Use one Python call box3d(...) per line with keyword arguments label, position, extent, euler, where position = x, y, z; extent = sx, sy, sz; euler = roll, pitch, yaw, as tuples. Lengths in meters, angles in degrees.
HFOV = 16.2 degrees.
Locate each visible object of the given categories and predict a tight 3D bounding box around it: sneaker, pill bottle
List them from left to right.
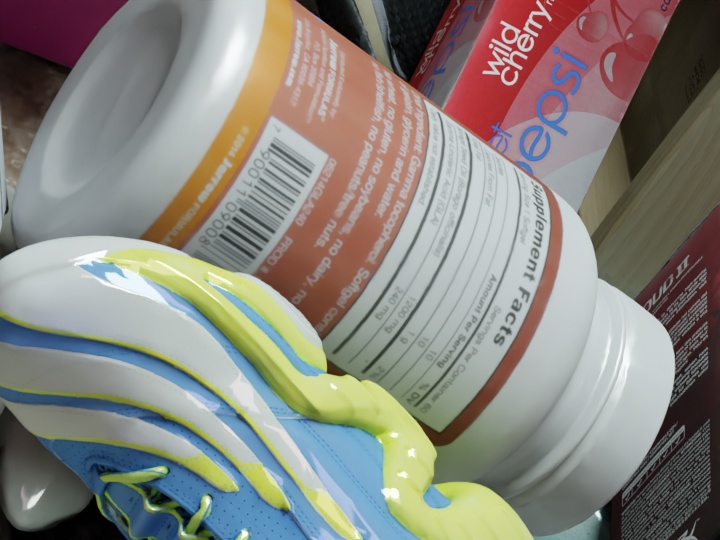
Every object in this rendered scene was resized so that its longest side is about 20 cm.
box3d(label="sneaker", position=(-0.023, 0.071, 0.683), extent=(0.200, 0.076, 0.105), euler=(32, 30, -25))
box3d(label="pill bottle", position=(0.000, 0.000, 0.789), extent=(0.200, 0.112, 0.112), euler=(35, 33, -26))

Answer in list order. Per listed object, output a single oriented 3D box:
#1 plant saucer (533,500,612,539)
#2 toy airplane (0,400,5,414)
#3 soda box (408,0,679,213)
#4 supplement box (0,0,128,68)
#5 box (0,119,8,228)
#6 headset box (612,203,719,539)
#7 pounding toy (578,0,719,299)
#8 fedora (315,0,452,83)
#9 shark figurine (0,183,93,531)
box3d(label="plant saucer", position=(0.124, 0.087, 0.982), extent=(0.199, 0.036, 0.200), euler=(24, 37, -19))
box3d(label="toy airplane", position=(-0.136, 0.076, 0.663), extent=(0.199, 0.141, 0.199), euler=(2, 40, -33))
box3d(label="soda box", position=(0.038, -0.028, 0.902), extent=(0.063, 0.201, 0.070), euler=(28, -9, -14))
box3d(label="supplement box", position=(-0.103, -0.179, 1.024), extent=(0.101, 0.103, 0.201), euler=(19, 41, -28))
box3d(label="box", position=(-0.175, -0.017, 0.679), extent=(0.155, 0.041, 0.200), euler=(-5, 9, -5))
box3d(label="headset box", position=(0.172, 0.077, 0.924), extent=(0.148, 0.075, 0.200), euler=(28, 36, -15))
box3d(label="pounding toy", position=(0.194, -0.069, 1.062), extent=(0.142, 0.200, 0.184), euler=(26, 30, -17))
box3d(label="fedora", position=(0.036, -0.124, 1.017), extent=(0.201, 0.091, 0.202), euler=(-15, 90, -81))
box3d(label="shark figurine", position=(-0.119, -0.018, 0.835), extent=(0.215, 0.090, 0.128), euler=(51, 28, 19))
